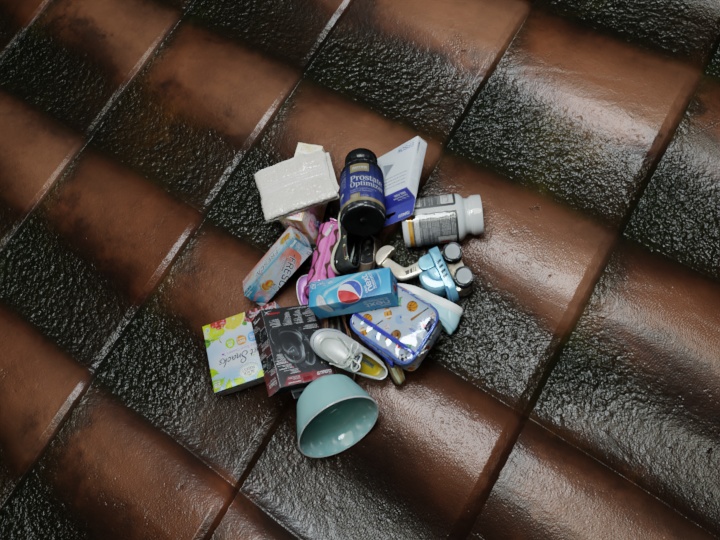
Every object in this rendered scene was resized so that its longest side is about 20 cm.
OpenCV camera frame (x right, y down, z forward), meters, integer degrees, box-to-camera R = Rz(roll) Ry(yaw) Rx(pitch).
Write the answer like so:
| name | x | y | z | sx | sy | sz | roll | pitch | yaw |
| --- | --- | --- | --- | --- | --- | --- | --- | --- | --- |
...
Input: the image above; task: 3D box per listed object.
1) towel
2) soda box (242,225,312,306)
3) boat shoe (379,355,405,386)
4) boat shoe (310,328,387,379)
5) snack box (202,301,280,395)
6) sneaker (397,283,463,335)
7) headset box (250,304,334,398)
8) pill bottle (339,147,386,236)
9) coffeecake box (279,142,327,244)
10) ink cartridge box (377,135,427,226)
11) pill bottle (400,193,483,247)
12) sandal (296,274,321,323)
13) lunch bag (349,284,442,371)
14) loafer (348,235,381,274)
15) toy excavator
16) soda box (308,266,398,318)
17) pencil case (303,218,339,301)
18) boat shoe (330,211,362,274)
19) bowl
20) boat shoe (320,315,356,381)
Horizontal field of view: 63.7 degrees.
| name | x | y | z | sx | sy | sz | roll | pitch | yaw |
| --- | --- | --- | --- | --- | --- | --- | --- | --- | --- |
| towel | -0.152 | -0.205 | 1.394 | 0.195 | 0.035 | 0.136 | -19 | 69 | 2 |
| soda box | -0.208 | -0.010 | 1.442 | 0.200 | 0.063 | 0.069 | -47 | 34 | 14 |
| boat shoe | 0.075 | 0.168 | 1.377 | 0.074 | 0.072 | 0.205 | -18 | 69 | -9 |
| boat shoe | -0.019 | 0.198 | 1.305 | 0.199 | 0.086 | 0.076 | 33 | 84 | -23 |
| snack box | -0.274 | 0.193 | 1.427 | 0.194 | 0.068 | 0.173 | -18 | 70 | 4 |
| sneaker | 0.143 | 0.094 | 1.385 | 0.195 | 0.074 | 0.084 | 20 | 73 | 17 |
| headset box | -0.155 | 0.191 | 1.345 | 0.145 | 0.077 | 0.205 | -6 | 69 | -35 |
| pill bottle | 0.004 | -0.192 | 1.391 | 0.108 | 0.113 | 0.205 | -8 | 53 | 7 |
| coffeecake box | -0.136 | -0.194 | 1.488 | 0.071 | 0.154 | 0.206 | 11 | 74 | 13 |
| ink cartridge box | 0.073 | -0.209 | 1.444 | 0.197 | 0.040 | 0.206 | -19 | 53 | 51 |
| pill bottle | 0.199 | -0.126 | 1.426 | 0.193 | 0.117 | 0.120 | -6 | 70 | 8 |
| sandal | -0.106 | 0.097 | 1.439 | 0.081 | 0.050 | 0.207 | -24 | 70 | 1 |
| lunch bag | 0.081 | 0.126 | 1.314 | 0.197 | 0.076 | 0.162 | 31 | 76 | 28 |
| loafer | 0.000 | 0.000 | 1.442 | 0.071 | 0.071 | 0.206 | 8 | 73 | 12 |
| toy excavator | 0.154 | 0.002 | 1.398 | 0.195 | 0.100 | 0.199 | -24 | 70 | 0 |
| soda box | -0.016 | 0.052 | 1.305 | 0.194 | 0.068 | 0.066 | -11 | 60 | 15 |
| pencil case | -0.086 | -0.024 | 1.431 | 0.088 | 0.094 | 0.205 | 13 | 59 | -6 |
| boat shoe | -0.022 | -0.087 | 1.425 | 0.062 | 0.073 | 0.206 | -14 | 51 | 34 |
| bowl | -0.066 | 0.311 | 1.300 | 0.198 | 0.202 | 0.106 | -31 | 50 | -2 |
| boat shoe | -0.053 | 0.176 | 1.375 | 0.068 | 0.070 | 0.206 | -15 | 82 | -16 |
